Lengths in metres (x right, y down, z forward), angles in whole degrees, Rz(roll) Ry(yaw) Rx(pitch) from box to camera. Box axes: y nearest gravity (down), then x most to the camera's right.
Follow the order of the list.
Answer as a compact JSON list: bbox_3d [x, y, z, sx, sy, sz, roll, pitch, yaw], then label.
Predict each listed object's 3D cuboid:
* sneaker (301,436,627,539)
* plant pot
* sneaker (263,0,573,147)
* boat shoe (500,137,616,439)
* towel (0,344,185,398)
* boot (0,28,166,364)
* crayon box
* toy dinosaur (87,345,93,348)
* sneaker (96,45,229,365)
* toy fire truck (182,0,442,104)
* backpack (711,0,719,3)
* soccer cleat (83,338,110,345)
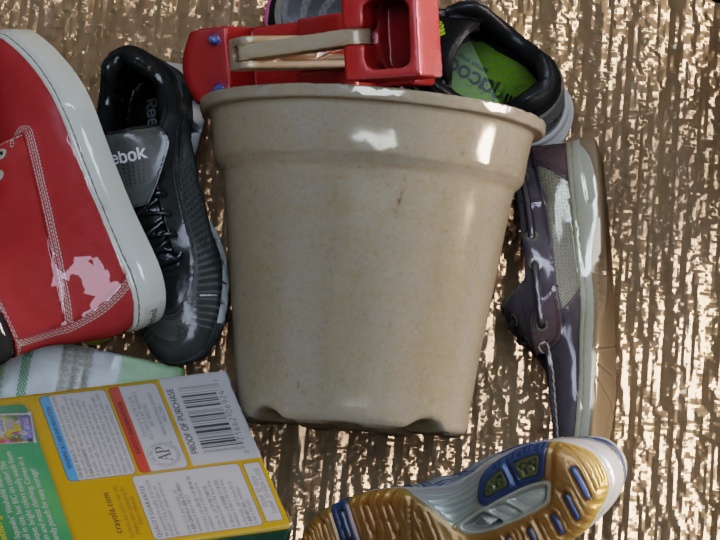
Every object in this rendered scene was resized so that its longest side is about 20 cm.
[{"bbox_3d":[0.063,0.146,1.579,0.200,0.088,0.075,-17,88,25],"label":"sneaker"},{"bbox_3d":[0.000,0.000,1.579,0.200,0.200,0.184,5,84,-2],"label":"plant pot"},{"bbox_3d":[0.038,-0.134,1.659,0.199,0.087,0.074,24,74,4],"label":"sneaker"},{"bbox_3d":[0.116,0.021,1.632,0.065,0.072,0.201,-3,80,12],"label":"boat shoe"},{"bbox_3d":[-0.207,0.106,1.563,0.199,0.031,0.150,14,82,-18],"label":"towel"},{"bbox_3d":[-0.212,-0.041,1.555,0.144,0.072,0.200,-16,67,-23],"label":"boot"},{"bbox_3d":[-0.152,0.124,1.502,0.199,0.052,0.126,-5,43,-21],"label":"crayon box"},{"bbox_3d":[-0.203,0.102,1.595,0.200,0.058,0.101,-30,79,-11],"label":"toy dinosaur"},{"bbox_3d":[-0.125,-0.044,1.612,0.066,0.090,0.201,-14,67,16],"label":"sneaker"},{"bbox_3d":[-0.028,-0.124,1.574,0.199,0.141,0.049,-4,90,28],"label":"toy fire truck"},{"bbox_3d":[0.307,-0.078,1.625,0.199,0.154,0.191,-3,66,3],"label":"backpack"},{"bbox_3d":[-0.221,-0.022,1.628,0.084,0.065,0.200,-38,75,-12],"label":"soccer cleat"}]
